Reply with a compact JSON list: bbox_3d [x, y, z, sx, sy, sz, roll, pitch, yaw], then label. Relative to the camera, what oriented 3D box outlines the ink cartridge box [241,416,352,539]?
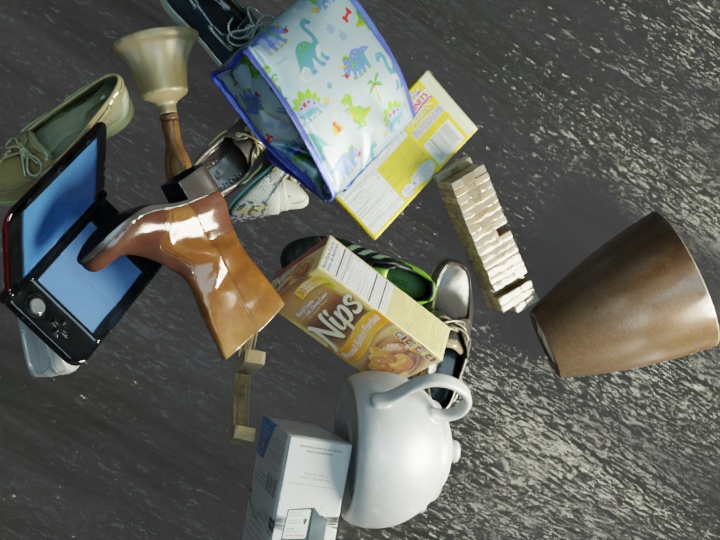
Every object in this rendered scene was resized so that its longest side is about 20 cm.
[{"bbox_3d":[-0.083,0.289,1.407,0.085,0.146,0.203,9,90,-17],"label":"ink cartridge box"}]

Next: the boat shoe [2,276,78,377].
[{"bbox_3d":[-0.378,0.025,1.365,0.068,0.072,0.203,-15,95,16],"label":"boat shoe"}]

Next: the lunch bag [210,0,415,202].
[{"bbox_3d":[-0.045,-0.206,1.367,0.201,0.127,0.170,50,63,-12],"label":"lunch bag"}]

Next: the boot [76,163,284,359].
[{"bbox_3d":[-0.200,0.011,1.325,0.188,0.068,0.202,-39,110,-35],"label":"boot"}]

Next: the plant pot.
[{"bbox_3d":[0.324,0.052,1.510,0.198,0.187,0.189,-25,98,2],"label":"plant pot"}]

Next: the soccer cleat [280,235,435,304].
[{"bbox_3d":[0.000,0.000,1.454,0.197,0.081,0.069,13,88,-12],"label":"soccer cleat"}]

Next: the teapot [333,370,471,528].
[{"bbox_3d":[0.051,0.212,1.416,0.144,0.200,0.201,3,91,-11],"label":"teapot"}]

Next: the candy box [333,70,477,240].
[{"bbox_3d":[0.049,-0.146,1.492,0.102,0.026,0.200,45,80,-11],"label":"candy box"}]

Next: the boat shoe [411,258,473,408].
[{"bbox_3d":[0.113,0.087,1.492,0.073,0.073,0.203,6,90,-15],"label":"boat shoe"}]

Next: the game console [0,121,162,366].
[{"bbox_3d":[-0.300,-0.030,1.308,0.172,0.118,0.201,45,44,-13],"label":"game console"}]

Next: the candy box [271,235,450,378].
[{"bbox_3d":[-0.003,0.054,1.423,0.199,0.115,0.056,37,48,-21],"label":"candy box"}]

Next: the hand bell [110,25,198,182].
[{"bbox_3d":[-0.220,-0.170,1.368,0.103,0.104,0.203,-11,88,-14],"label":"hand bell"}]

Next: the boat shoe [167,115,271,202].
[{"bbox_3d":[-0.148,-0.139,1.422,0.199,0.059,0.072,-40,100,-11],"label":"boat shoe"}]

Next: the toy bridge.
[{"bbox_3d":[-0.135,0.111,1.427,0.027,0.067,0.203,10,70,-14],"label":"toy bridge"}]

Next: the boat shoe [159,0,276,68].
[{"bbox_3d":[-0.150,-0.289,1.409,0.200,0.062,0.075,44,54,-9],"label":"boat shoe"}]

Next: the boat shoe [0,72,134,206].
[{"bbox_3d":[-0.350,-0.153,1.353,0.200,0.063,0.073,-36,71,-13],"label":"boat shoe"}]

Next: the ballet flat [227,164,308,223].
[{"bbox_3d":[-0.075,-0.118,1.433,0.072,0.072,0.200,45,79,-12],"label":"ballet flat"}]

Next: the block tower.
[{"bbox_3d":[0.159,-0.041,1.499,0.054,0.058,0.202,-28,104,-14],"label":"block tower"}]
